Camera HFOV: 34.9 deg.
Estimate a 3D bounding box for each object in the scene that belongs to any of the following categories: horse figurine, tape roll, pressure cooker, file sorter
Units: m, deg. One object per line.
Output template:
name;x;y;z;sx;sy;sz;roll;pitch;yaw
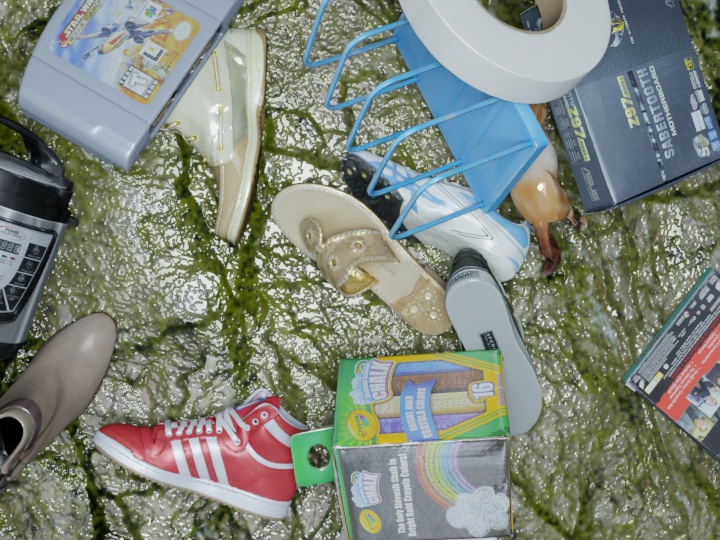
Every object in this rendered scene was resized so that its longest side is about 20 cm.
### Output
horse figurine;0.165;-0.097;1.066;0.049;0.132;0.203;-12;87;28
tape roll;0.122;-0.236;0.969;0.200;0.037;0.205;13;59;-22
pressure cooker;-0.351;-0.041;1.002;0.177;0.176;0.202;21;90;-2
file sorter;0.048;-0.148;1.010;0.121;0.139;0.202;-22;76;-20

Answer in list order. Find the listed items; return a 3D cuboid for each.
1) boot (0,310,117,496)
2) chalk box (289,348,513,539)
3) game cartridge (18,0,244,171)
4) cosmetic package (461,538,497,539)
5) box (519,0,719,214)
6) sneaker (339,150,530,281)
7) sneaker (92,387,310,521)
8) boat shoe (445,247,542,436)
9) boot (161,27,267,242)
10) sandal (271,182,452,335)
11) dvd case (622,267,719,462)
boot;-0.295;0.126;1.028;0.070;0.146;0.201;35;89;-4
chalk box;0.037;0.161;1.046;0.197;0.124;0.126;-3;124;6
game cartridge;-0.209;-0.200;1.019;0.132;0.042;0.201;30;71;0
cosmetic package;0.083;0.317;1.110;0.100;0.074;0.203;-3;95;-6
box;0.252;-0.173;1.085;0.156;0.051;0.202;-21;94;-26
sneaker;0.072;-0.061;1.099;0.198;0.072;0.073;30;59;0
sneaker;-0.144;0.152;1.081;0.198;0.071;0.114;21;95;-13
boat shoe;0.129;0.070;1.093;0.070;0.064;0.202;-11;123;11
boot;-0.167;-0.132;1.065;0.152;0.072;0.203;5;85;-6
sandal;0.003;-0.004;1.077;0.211;0.070;0.078;36;113;-7
dvd case;0.382;0.117;1.152;0.199;0.022;0.147;38;89;-5
